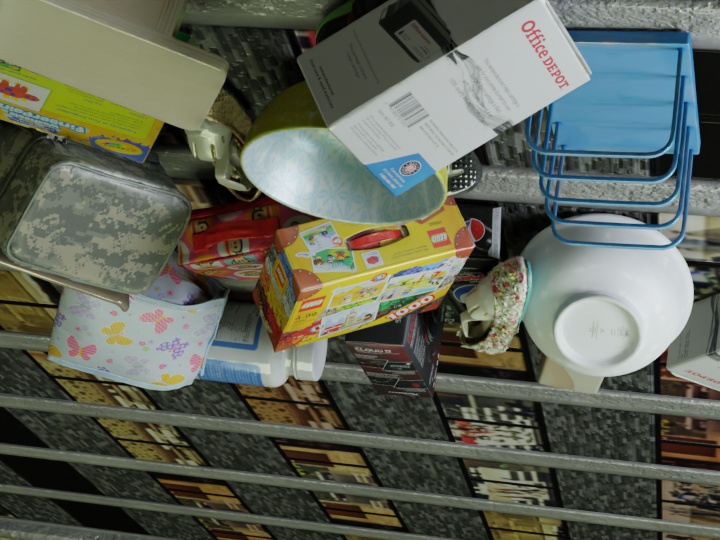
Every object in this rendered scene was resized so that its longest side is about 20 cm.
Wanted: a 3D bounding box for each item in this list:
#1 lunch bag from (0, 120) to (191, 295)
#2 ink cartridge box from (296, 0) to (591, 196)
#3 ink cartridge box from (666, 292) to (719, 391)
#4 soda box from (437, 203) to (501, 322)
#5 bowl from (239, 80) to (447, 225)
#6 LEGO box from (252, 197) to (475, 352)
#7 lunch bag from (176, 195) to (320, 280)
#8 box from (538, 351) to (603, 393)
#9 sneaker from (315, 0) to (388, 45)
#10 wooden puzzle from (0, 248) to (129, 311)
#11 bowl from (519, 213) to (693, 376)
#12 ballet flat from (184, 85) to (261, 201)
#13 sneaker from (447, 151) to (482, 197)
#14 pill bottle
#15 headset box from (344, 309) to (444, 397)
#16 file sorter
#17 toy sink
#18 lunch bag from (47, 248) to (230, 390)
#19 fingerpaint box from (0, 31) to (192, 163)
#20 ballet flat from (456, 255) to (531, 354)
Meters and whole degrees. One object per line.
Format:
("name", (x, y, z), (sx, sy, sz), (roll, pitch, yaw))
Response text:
("lunch bag", (-0.304, -0.084, 1.676), (0.200, 0.139, 0.168), (15, -159, -39))
("ink cartridge box", (0.072, -0.167, 1.301), (0.200, 0.084, 0.145), (-30, 150, 11))
("ink cartridge box", (0.477, 0.080, 1.839), (0.146, 0.084, 0.200), (21, 156, -24))
("soda box", (0.124, -0.004, 1.808), (0.063, 0.071, 0.200), (3, 158, 2))
("bowl", (-0.008, -0.133, 1.507), (0.200, 0.108, 0.200), (8, 157, 4))
("LEGO box", (0.000, 0.000, 1.666), (0.200, 0.077, 0.149), (-15, 157, -21))
("lunch bag", (-0.106, -0.037, 1.757), (0.200, 0.082, 0.176), (-9, 171, 31))
("box", (0.268, 0.070, 1.898), (0.078, 0.095, 0.200), (10, 156, 4))
("sneaker", (0.017, -0.207, 1.347), (0.077, 0.084, 0.200), (16, 155, -16))
("wooden puzzle", (-0.339, -0.059, 1.769), (0.200, 0.185, 0.046), (25, 124, -28))
("bowl", (0.261, 0.045, 1.719), (0.201, 0.090, 0.201), (6, 124, 9))
("ballet flat", (-0.140, -0.131, 1.625), (0.070, 0.065, 0.200), (2, 156, 25))
("sneaker", (0.034, -0.108, 1.623), (0.200, 0.074, 0.080), (6, 172, 22))
("pill bottle", (-0.151, 0.099, 2.123), (0.200, 0.112, 0.112), (7, 158, 11))
("headset box", (0.043, 0.048, 1.868), (0.075, 0.149, 0.200), (3, 156, 16))
("file sorter", (0.229, -0.114, 1.433), (0.139, 0.123, 0.200), (4, 157, 17))
("toy sink", (-0.207, -0.226, 1.368), (0.200, 0.112, 0.130), (20, 156, -11))
("lunch bag", (-0.280, 0.053, 2.004), (0.200, 0.127, 0.170), (17, 132, -5))
("fingerpaint box", (-0.281, -0.194, 1.525), (0.200, 0.073, 0.167), (16, 156, -13))
("ballet flat", (0.145, 0.046, 1.742), (0.064, 0.076, 0.200), (-4, 154, -6))
